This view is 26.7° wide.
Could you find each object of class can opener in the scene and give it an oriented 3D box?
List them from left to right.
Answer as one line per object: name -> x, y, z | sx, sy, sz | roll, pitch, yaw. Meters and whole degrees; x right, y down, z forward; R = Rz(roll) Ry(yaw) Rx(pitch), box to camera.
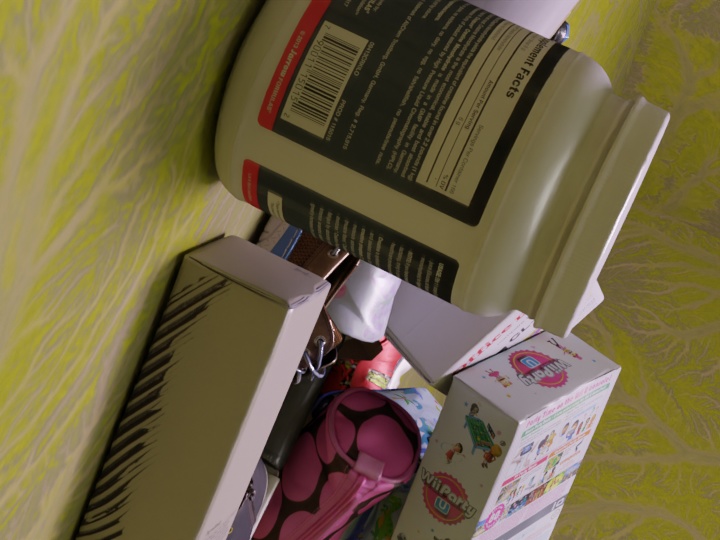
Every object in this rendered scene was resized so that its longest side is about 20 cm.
can opener -> -0.071, 0.116, 1.072 | 0.201, 0.052, 0.067 | -62, 171, -16

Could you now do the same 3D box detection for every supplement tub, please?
supplement tub -> 0.040, -0.064, 0.766 | 0.141, 0.199, 0.141 | -61, 170, -18

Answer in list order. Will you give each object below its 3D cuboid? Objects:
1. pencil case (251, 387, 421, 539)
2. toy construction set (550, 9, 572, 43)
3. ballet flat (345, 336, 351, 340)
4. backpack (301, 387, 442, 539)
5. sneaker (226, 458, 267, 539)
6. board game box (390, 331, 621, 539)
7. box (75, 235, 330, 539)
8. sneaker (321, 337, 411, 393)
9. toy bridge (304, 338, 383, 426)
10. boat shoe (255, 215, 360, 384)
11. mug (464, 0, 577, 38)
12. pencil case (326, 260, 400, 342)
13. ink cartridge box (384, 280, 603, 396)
pencil case -> -0.040, 0.176, 1.119 | 0.200, 0.091, 0.094 | -50, -177, 30
toy construction set -> 0.137, -0.248, 1.159 | 0.091, 0.132, 0.201 | -10, 149, -23
ballet flat -> 0.000, 0.000, 1.125 | 0.070, 0.069, 0.201 | -51, 164, -55
backpack -> 0.016, 0.197, 1.261 | 0.199, 0.147, 0.184 | -4, 130, -55
sneaker -> -0.117, 0.196, 0.958 | 0.106, 0.074, 0.202 | 95, 13, -74
board game box -> 0.101, 0.155, 1.126 | 0.147, 0.064, 0.201 | -19, 136, -50
box -> -0.090, 0.087, 0.845 | 0.201, 0.068, 0.082 | -67, 170, 14
sneaker -> -0.004, 0.087, 1.373 | 0.201, 0.076, 0.085 | -61, 150, -28
toy bridge -> -0.011, 0.057, 1.210 | 0.200, 0.027, 0.067 | -41, -156, -30
boat shoe -> -0.047, 0.032, 0.925 | 0.201, 0.072, 0.072 | -63, 171, -10
mug -> 0.084, -0.203, 0.855 | 0.187, 0.149, 0.154 | -43, 166, -49
pencil case -> 0.013, -0.052, 1.013 | 0.091, 0.083, 0.201 | -25, 140, -82
ink cartridge box -> 0.096, 0.023, 1.134 | 0.146, 0.083, 0.200 | -42, 163, 3
